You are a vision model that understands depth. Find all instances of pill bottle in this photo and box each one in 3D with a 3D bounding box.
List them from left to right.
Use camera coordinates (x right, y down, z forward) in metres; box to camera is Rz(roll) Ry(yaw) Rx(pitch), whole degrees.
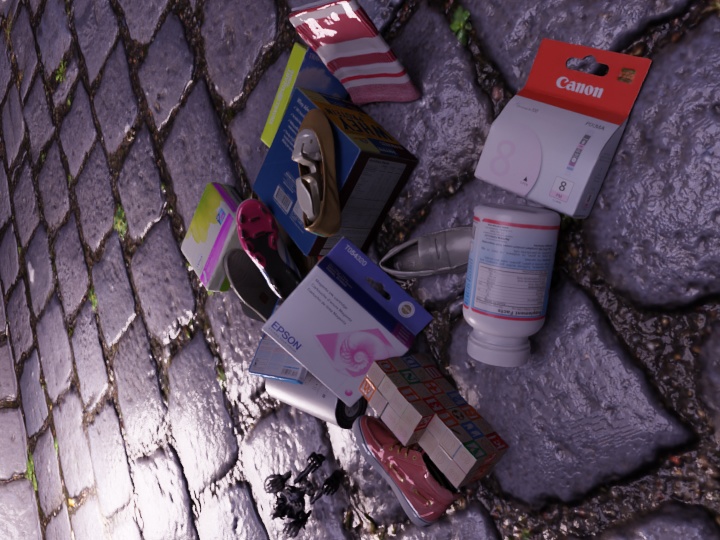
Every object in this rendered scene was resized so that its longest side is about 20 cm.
[{"bbox_3d":[0.193,0.017,0.786,0.108,0.108,0.201,17,107,43],"label":"pill bottle"}]

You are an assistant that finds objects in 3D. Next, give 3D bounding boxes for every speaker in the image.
[{"bbox_3d":[-0.084,0.218,1.085,0.199,0.081,0.082,9,97,44],"label":"speaker"}]

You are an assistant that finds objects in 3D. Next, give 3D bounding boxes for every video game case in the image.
[{"bbox_3d":[-0.116,0.098,1.067,0.143,0.018,0.201,-2,61,45],"label":"video game case"}]

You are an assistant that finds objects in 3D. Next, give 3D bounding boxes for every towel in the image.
[{"bbox_3d":[-0.008,-0.336,0.939,0.144,0.200,0.023,10,66,44],"label":"towel"}]

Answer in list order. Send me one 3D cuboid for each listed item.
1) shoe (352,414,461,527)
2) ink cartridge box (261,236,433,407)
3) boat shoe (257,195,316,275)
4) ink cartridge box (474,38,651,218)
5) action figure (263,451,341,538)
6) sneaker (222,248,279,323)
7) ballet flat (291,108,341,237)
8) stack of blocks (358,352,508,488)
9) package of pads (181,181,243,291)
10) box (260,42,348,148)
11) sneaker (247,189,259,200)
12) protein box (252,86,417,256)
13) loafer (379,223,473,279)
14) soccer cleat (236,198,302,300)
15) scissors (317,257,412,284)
[{"bbox_3d":[0.072,0.292,0.941,0.200,0.071,0.091,51,122,25],"label":"shoe"},{"bbox_3d":[-0.022,0.084,0.949,0.196,0.043,0.200,41,108,-3],"label":"ink cartridge box"},{"bbox_3d":[-0.124,-0.086,1.132,0.074,0.066,0.201,-33,74,36],"label":"boat shoe"},{"bbox_3d":[0.252,-0.189,0.775,0.162,0.057,0.201,33,117,40],"label":"ink cartridge box"},{"bbox_3d":[-0.126,0.421,1.113,0.119,0.102,0.200,51,122,18],"label":"action figure"},{"bbox_3d":[-0.219,0.040,1.161,0.106,0.075,0.201,6,137,47],"label":"sneaker"},{"bbox_3d":[-0.069,-0.150,0.892,0.068,0.063,0.201,-19,78,42],"label":"ballet flat"},{"bbox_3d":[0.103,0.214,0.875,0.200,0.115,0.059,46,120,34],"label":"stack of blocks"},{"bbox_3d":[-0.315,-0.076,1.320,0.155,0.068,0.201,49,122,32],"label":"package of pads"},{"bbox_3d":[-0.086,-0.304,1.055,0.048,0.121,0.201,45,120,37],"label":"box"},{"bbox_3d":[-0.188,-0.063,1.206,0.090,0.067,0.202,-18,85,62],"label":"sneaker"},{"bbox_3d":[-0.050,-0.161,1.010,0.199,0.134,0.201,49,122,33],"label":"protein box"},{"bbox_3d":[0.115,-0.024,0.894,0.199,0.070,0.070,-20,76,43],"label":"loafer"},{"bbox_3d":[-0.165,-0.036,1.058,0.201,0.070,0.086,67,172,-22],"label":"soccer cleat"},{"bbox_3d":[0.000,0.000,0.990,0.200,0.073,0.014,11,71,55],"label":"scissors"}]
